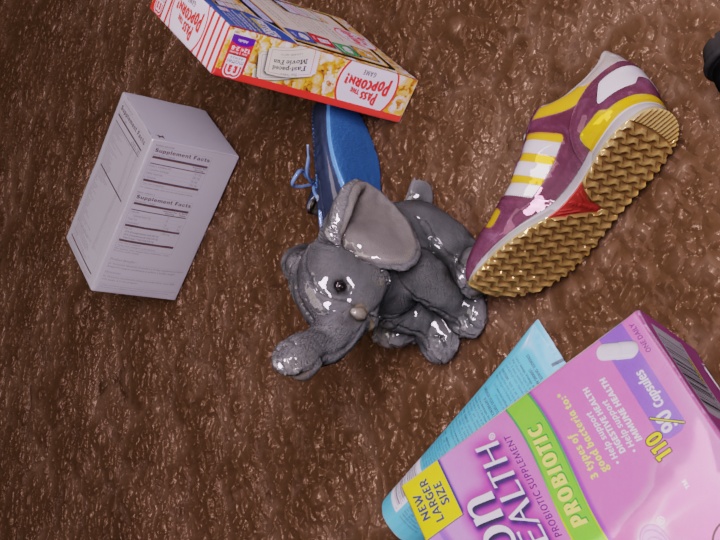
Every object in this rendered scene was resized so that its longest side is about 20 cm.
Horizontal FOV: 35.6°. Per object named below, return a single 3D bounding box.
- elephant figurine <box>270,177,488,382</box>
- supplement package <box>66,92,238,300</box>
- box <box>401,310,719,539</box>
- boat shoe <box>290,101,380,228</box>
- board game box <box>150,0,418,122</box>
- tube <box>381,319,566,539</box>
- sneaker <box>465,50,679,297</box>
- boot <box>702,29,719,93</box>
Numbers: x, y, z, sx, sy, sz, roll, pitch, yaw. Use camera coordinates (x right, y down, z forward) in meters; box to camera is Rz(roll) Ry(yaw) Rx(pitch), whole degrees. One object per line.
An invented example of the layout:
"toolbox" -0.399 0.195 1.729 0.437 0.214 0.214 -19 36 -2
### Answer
"elephant figurine" 0.000 0.000 0.879 0.155 0.200 0.142 31 108 50
"supplement package" -0.240 -0.082 1.276 0.114 0.109 0.200 53 124 43
"box" 0.154 0.160 0.692 0.200 0.097 0.176 -40 51 19
"boat shoe" -0.025 -0.065 1.017 0.069 0.084 0.200 -24 62 35
"board game box" -0.068 -0.204 1.006 0.152 0.200 0.046 49 121 45
"tube" 0.092 0.134 0.866 0.200 0.050 0.078 -52 50 26
"sneaker" 0.143 -0.066 0.822 0.200 0.075 0.090 -47 41 28
"boot" 0.285 -0.074 0.626 0.211 0.079 0.158 -3 81 51
